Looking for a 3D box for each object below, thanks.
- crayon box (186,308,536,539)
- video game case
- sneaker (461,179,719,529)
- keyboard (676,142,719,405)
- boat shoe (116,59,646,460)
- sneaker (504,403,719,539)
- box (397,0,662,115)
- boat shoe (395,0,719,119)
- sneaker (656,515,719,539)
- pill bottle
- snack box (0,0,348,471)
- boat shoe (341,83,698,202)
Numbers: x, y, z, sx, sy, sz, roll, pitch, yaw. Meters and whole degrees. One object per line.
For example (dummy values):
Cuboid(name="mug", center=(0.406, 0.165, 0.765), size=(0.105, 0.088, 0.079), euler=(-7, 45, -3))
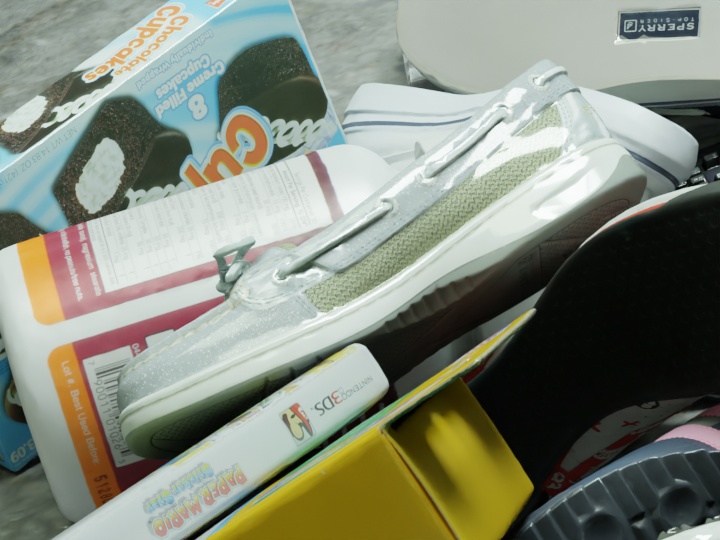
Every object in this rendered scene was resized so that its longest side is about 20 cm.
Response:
Cuboid(name="crayon box", center=(-0.024, 0.092, 0.861), size=(0.200, 0.052, 0.126), euler=(-35, -2, 13))
Cuboid(name="video game case", center=(-0.105, 0.103, 0.907), size=(0.200, 0.023, 0.182), euler=(-34, -1, 36))
Cuboid(name="sneaker", center=(0.104, 0.012, 0.978), size=(0.108, 0.067, 0.201), euler=(-36, -5, -47))
Cuboid(name="keyboard", center=(0.161, -0.010, 1.136), size=(0.127, 0.021, 0.200), euler=(-16, 25, -1))
Cuboid(name="boat shoe", center=(0.001, -0.001, 0.988), size=(0.202, 0.074, 0.065), euler=(-31, 71, -8))
Cuboid(name="sneaker", center=(0.128, 0.075, 0.941), size=(0.199, 0.070, 0.082), euler=(-22, 2, -11))
Cuboid(name="box", center=(0.119, -0.120, 1.362), size=(0.199, 0.048, 0.159), euler=(-14, 24, 5))
Cuboid(name="boat shoe", center=(0.120, -0.092, 1.248), size=(0.199, 0.075, 0.093), euler=(6, -12, 24))
Cuboid(name="sneaker", center=(0.060, 0.135, 0.825), size=(0.200, 0.074, 0.079), euler=(-22, 33, -12))
Cuboid(name="pill bottle", center=(-0.032, 0.016, 1.085), size=(0.199, 0.110, 0.110), euler=(-17, 24, -4))
Cuboid(name="snack box", center=(-0.095, -0.025, 1.166), size=(0.200, 0.116, 0.037), euler=(-39, 36, -24))
Cuboid(name="boat shoe", center=(0.060, -0.036, 1.208), size=(0.200, 0.073, 0.067), euler=(5, 70, 55))
